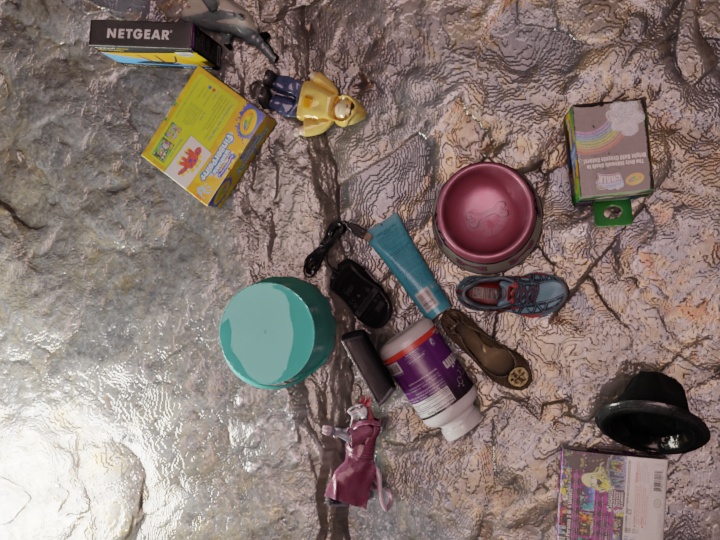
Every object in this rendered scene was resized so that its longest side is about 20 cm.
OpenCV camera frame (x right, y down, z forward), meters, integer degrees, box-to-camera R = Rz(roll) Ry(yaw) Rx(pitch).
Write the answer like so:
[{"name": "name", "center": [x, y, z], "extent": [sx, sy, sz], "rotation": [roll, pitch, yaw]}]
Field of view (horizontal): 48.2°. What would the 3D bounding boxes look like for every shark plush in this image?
[{"name": "shark plush", "center": [-0.239, -0.458, 1.520], "extent": [0.198, 0.091, 0.084], "rotation": [29, 116, -12]}]

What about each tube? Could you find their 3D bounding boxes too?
[{"name": "tube", "center": [0.088, -0.004, 1.453], "extent": [0.077, 0.050, 0.201], "rotation": [-31, 82, -16]}]

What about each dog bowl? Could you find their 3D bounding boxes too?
[{"name": "dog bowl", "center": [0.219, -0.098, 1.403], "extent": [0.197, 0.074, 0.204], "rotation": [-1, 82, 11]}]

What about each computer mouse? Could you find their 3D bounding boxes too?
[{"name": "computer mouse", "center": [0.000, 0.000, 1.466], "extent": [0.199, 0.046, 0.141], "rotation": [38, 109, 18]}]

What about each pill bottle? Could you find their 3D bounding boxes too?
[{"name": "pill bottle", "center": [0.128, 0.192, 1.409], "extent": [0.112, 0.112, 0.201], "rotation": [-34, 90, 8]}]

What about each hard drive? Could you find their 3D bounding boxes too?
[{"name": "hard drive", "center": [0.016, 0.162, 1.391], "extent": [0.042, 0.200, 0.136], "rotation": [-29, 86, 0]}]

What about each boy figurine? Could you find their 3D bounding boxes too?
[{"name": "boy figurine", "center": [-0.087, -0.302, 1.475], "extent": [0.197, 0.064, 0.126], "rotation": [20, 91, 13]}]

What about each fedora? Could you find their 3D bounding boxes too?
[{"name": "fedora", "center": [0.484, 0.228, 1.333], "extent": [0.197, 0.202, 0.093], "rotation": [11, 60, 10]}]

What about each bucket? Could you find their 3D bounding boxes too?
[{"name": "bucket", "center": [-0.152, 0.109, 1.451], "extent": [0.204, 0.135, 0.211], "rotation": [0, 91, 10]}]

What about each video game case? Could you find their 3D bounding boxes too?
[{"name": "video game case", "center": [0.434, 0.414, 1.397], "extent": [0.178, 0.036, 0.204], "rotation": [3, 91, 11]}]

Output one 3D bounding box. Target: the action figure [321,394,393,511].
[{"name": "action figure", "center": [0.002, 0.322, 1.426], "extent": [0.147, 0.134, 0.203], "rotation": [14, 96, 9]}]

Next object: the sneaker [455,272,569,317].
[{"name": "sneaker", "center": [0.263, 0.046, 1.396], "extent": [0.197, 0.095, 0.081], "rotation": [-3, 90, 10]}]

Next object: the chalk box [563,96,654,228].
[{"name": "chalk box", "center": [0.417, -0.174, 1.355], "extent": [0.123, 0.124, 0.204], "rotation": [-4, 91, 9]}]

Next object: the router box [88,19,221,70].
[{"name": "router box", "center": [-0.374, -0.414, 1.482], "extent": [0.197, 0.149, 0.052], "rotation": [5, 90, 11]}]

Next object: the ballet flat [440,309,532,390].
[{"name": "ballet flat", "center": [0.223, 0.141, 1.425], "extent": [0.200, 0.046, 0.068], "rotation": [42, 95, 2]}]

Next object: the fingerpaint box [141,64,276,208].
[{"name": "fingerpaint box", "center": [-0.281, -0.247, 1.504], "extent": [0.166, 0.073, 0.201], "rotation": [35, 97, 9]}]
